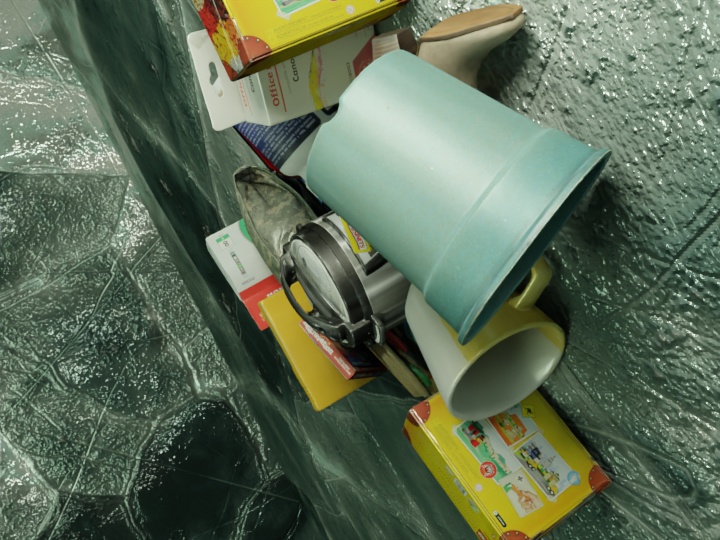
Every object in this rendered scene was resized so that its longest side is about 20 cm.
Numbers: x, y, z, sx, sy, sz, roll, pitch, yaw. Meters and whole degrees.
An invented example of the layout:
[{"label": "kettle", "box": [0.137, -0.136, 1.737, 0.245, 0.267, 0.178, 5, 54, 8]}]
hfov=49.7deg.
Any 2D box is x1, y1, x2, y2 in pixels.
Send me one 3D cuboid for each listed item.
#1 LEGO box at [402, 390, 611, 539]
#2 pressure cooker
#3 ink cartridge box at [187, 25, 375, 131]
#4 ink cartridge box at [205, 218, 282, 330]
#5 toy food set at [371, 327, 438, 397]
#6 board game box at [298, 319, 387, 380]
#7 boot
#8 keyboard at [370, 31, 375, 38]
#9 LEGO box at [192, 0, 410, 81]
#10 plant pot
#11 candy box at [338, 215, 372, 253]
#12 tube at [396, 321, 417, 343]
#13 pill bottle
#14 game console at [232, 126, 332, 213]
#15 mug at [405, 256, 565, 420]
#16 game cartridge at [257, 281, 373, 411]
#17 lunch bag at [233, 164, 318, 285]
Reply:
[{"label": "LEGO box", "box": [0.169, 0.221, 0.931, 0.200, 0.149, 0.077, 53, 158, 24]}, {"label": "pressure cooker", "box": [0.001, 0.002, 1.001, 0.179, 0.200, 0.176, 66, 162, -11]}, {"label": "ink cartridge box", "box": [-0.079, -0.235, 0.869, 0.067, 0.200, 0.117, 23, 133, 54]}, {"label": "ink cartridge box", "box": [-0.169, -0.013, 1.440, 0.200, 0.161, 0.050, 54, 162, 20]}, {"label": "toy food set", "box": [0.044, 0.114, 1.171, 0.200, 0.049, 0.198, 46, 175, 34]}, {"label": "board game box", "box": [-0.020, 0.112, 1.121, 0.103, 0.019, 0.200, 46, -174, 14]}, {"label": "boot", "box": [0.089, -0.166, 0.748, 0.200, 0.070, 0.146, 9, 126, 51]}, {"label": "keyboard", "box": [0.044, -0.208, 0.903, 0.200, 0.011, 0.056, 56, 159, 15]}, {"label": "LEGO box", "box": [-0.067, -0.300, 0.777, 0.149, 0.200, 0.077, 65, 159, -8]}, {"label": "plant pot", "box": [0.072, -0.074, 0.666, 0.196, 0.200, 0.200, 38, 154, 12]}, {"label": "candy box", "box": [0.012, -0.118, 0.845, 0.026, 0.200, 0.102, -5, 127, 23]}, {"label": "tube", "box": [0.071, 0.074, 1.154, 0.078, 0.050, 0.200, 65, 165, -16]}, {"label": "pill bottle", "box": [-0.095, -0.201, 1.044, 0.200, 0.116, 0.116, 45, 160, -5]}, {"label": "game console", "box": [-0.124, -0.168, 1.198, 0.200, 0.119, 0.173, 50, 156, 30]}, {"label": "mug", "box": [0.140, 0.052, 0.880, 0.149, 0.187, 0.153, 36, -165, -49]}, {"label": "game cartridge", "box": [-0.045, 0.100, 1.267, 0.200, 0.176, 0.032, 62, 159, 0]}, {"label": "lunch bag", "box": [-0.135, -0.077, 1.317, 0.200, 0.117, 0.164, 52, 169, 17]}]
